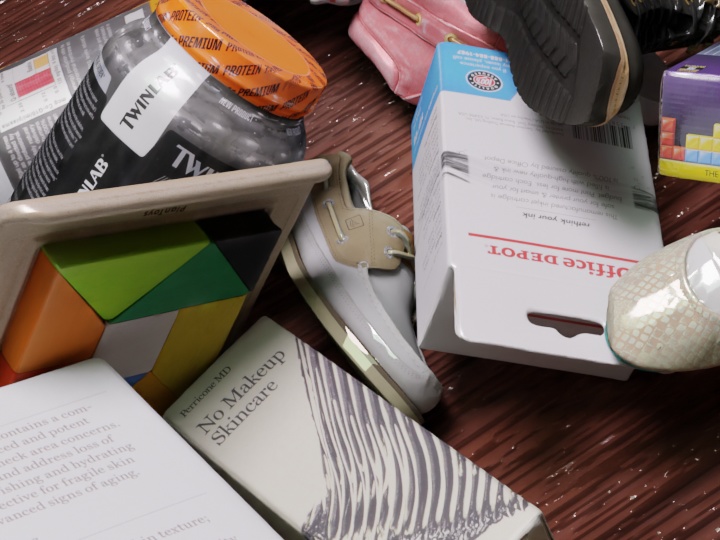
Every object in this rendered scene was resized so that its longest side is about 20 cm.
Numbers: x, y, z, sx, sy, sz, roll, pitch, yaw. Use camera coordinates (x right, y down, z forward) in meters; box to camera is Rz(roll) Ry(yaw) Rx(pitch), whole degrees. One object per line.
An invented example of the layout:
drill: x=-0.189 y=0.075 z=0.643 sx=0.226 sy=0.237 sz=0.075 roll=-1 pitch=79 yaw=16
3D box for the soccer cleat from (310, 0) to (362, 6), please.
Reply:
soccer cleat: x=-0.009 y=-0.213 z=1.046 sx=0.068 sy=0.086 sz=0.200 roll=2 pitch=14 yaw=6

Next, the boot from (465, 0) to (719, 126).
boot: x=0.144 y=-0.128 z=0.839 sx=0.137 sy=0.078 sz=0.201 roll=7 pitch=31 yaw=-16

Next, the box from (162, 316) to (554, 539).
box: x=-0.001 y=0.109 z=0.796 sx=0.199 sy=0.069 sz=0.082 roll=32 pitch=68 yaw=37

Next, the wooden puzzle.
wooden puzzle: x=-0.116 y=0.030 z=0.788 sx=0.184 sy=0.200 sz=0.037 roll=-12 pitch=56 yaw=-44

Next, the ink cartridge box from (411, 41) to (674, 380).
ink cartridge box: x=0.088 y=-0.017 z=0.840 sx=0.115 sy=0.067 sz=0.201 roll=9 pitch=49 yaw=-10

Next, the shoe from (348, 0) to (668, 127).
shoe: x=0.085 y=-0.124 z=0.965 sx=0.199 sy=0.091 sz=0.071 roll=36 pitch=35 yaw=12

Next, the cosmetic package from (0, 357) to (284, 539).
cosmetic package: x=-0.132 y=0.172 z=0.692 sx=0.166 sy=0.168 sz=0.200 roll=-17 pitch=39 yaw=-35

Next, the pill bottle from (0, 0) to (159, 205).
pill bottle: x=-0.169 y=-0.079 z=0.987 sx=0.199 sy=0.117 sz=0.117 roll=-23 pitch=47 yaw=0

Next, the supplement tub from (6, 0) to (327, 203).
supplement tub: x=-0.111 y=-0.046 z=0.879 sx=0.201 sy=0.122 sz=0.123 roll=-54 pitch=45 yaw=19

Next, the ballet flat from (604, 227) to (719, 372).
ballet flat: x=0.202 y=-0.007 z=0.773 sx=0.199 sy=0.063 sz=0.068 roll=-15 pitch=60 yaw=-23

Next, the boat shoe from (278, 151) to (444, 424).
boat shoe: x=0.000 y=0.000 z=0.884 sx=0.068 sy=0.075 sz=0.200 roll=-34 pitch=47 yaw=-1

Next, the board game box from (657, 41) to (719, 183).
board game box: x=0.267 y=-0.078 z=0.806 sx=0.199 sy=0.057 sz=0.165 roll=10 pitch=20 yaw=27

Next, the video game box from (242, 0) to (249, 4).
video game box: x=-0.061 y=-0.257 z=1.050 sx=0.046 sy=0.200 sz=0.183 roll=20 pitch=56 yaw=-6
